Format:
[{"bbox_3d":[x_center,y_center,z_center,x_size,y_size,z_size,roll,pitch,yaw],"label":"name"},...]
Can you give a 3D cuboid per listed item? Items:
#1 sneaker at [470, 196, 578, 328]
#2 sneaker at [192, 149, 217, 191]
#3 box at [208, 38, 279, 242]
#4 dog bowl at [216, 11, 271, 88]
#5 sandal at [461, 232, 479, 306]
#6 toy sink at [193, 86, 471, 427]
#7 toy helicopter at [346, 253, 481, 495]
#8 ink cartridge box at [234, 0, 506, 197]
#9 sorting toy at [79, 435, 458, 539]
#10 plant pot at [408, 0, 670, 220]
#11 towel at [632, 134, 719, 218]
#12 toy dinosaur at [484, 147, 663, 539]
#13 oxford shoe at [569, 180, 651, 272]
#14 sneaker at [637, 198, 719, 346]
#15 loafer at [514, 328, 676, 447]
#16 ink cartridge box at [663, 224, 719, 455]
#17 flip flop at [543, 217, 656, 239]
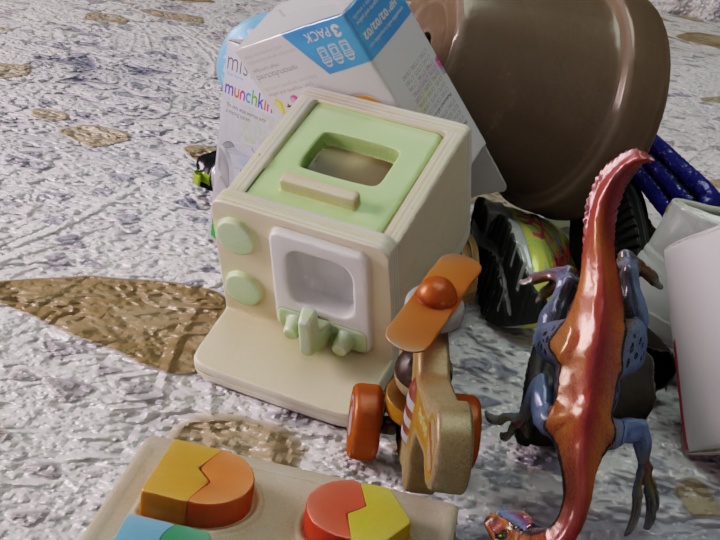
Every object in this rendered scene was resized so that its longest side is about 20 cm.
[{"bbox_3d":[0.143,-0.007,1.081,0.089,0.079,0.200,14,22,-9],"label":"sneaker"},{"bbox_3d":[-0.093,-0.115,1.263,0.082,0.072,0.200,16,22,21],"label":"sneaker"},{"bbox_3d":[-0.021,-0.107,1.125,0.199,0.178,0.096,-9,27,-41],"label":"box"},{"bbox_3d":[-0.033,-0.182,1.223,0.198,0.112,0.050,-3,46,-17],"label":"dog bowl"},{"bbox_3d":[0.070,0.003,1.027,0.054,0.083,0.200,13,14,13],"label":"sandal"},{"bbox_3d":[-0.019,-0.018,0.878,0.129,0.113,0.201,17,48,20],"label":"toy sink"},{"bbox_3d":[0.042,0.065,0.729,0.078,0.134,0.200,7,9,-5],"label":"toy helicopter"},{"bbox_3d":[0.011,-0.111,0.975,0.114,0.201,0.068,-8,35,42],"label":"ink cartridge box"},{"bbox_3d":[-0.049,0.143,0.660,0.183,0.037,0.200,12,21,7],"label":"sorting toy"},{"bbox_3d":[0.120,-0.157,1.053,0.173,0.202,0.200,16,16,-26],"label":"plant pot"},{"bbox_3d":[0.292,-0.033,1.101,0.200,0.050,0.148,38,11,-36],"label":"towel"},{"bbox_3d":[0.112,0.066,0.736,0.104,0.201,0.182,1,41,18],"label":"toy dinosaur"},{"bbox_3d":[0.217,-0.040,1.094,0.084,0.073,0.201,33,31,-28],"label":"oxford shoe"},{"bbox_3d":[0.300,0.021,0.967,0.199,0.116,0.074,26,17,-1],"label":"sneaker"},{"bbox_3d":[0.165,0.071,0.881,0.071,0.074,0.200,17,22,26],"label":"loafer"},{"bbox_3d":[0.315,0.048,0.888,0.198,0.149,0.086,2,-13,-23],"label":"ink cartridge box"},{"bbox_3d":[0.237,-0.021,1.177,0.080,0.058,0.200,-5,25,-33],"label":"flip flop"}]
